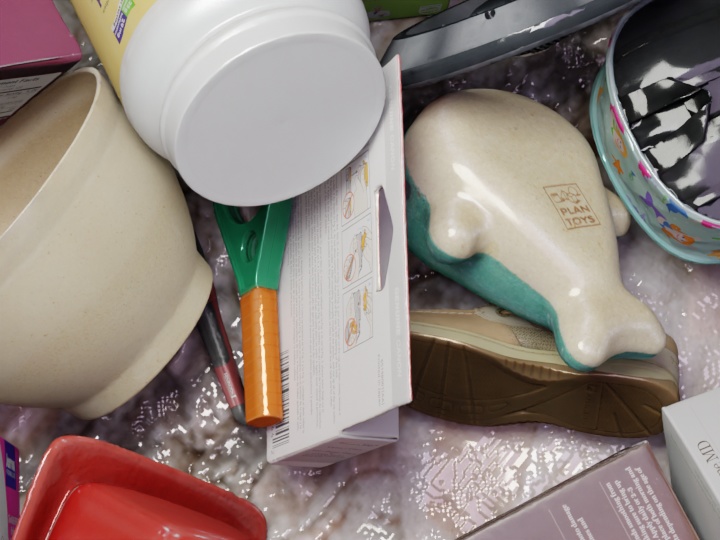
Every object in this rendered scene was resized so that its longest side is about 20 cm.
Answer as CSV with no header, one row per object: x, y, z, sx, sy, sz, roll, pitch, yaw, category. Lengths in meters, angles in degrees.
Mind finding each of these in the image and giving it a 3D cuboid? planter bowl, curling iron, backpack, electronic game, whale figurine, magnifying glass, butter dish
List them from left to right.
-0.172,0.001,1.142,0.135,0.200,0.200,42,80,-23,planter bowl
-0.098,0.213,1.078,0.148,0.199,0.200,9,76,39,butter dish
-0.092,0.008,1.214,0.050,0.026,0.200,-22,76,-27,curling iron
-0.061,-0.006,1.181,0.022,0.080,0.200,11,66,-31,magnifying glass
0.095,-0.013,1.167,0.159,0.104,0.200,-10,57,-41,whale figurine
0.102,-0.150,1.161,0.200,0.200,0.042,-24,100,-6,electronic game
0.239,-0.099,1.178,0.200,0.151,0.178,-23,77,-14,backpack

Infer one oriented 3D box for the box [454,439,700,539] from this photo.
0.102,0.191,1.165,0.200,0.075,0.100,-26,83,-8,box

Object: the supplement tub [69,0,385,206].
-0.081,-0.147,1.105,0.145,0.145,0.200,-26,53,-6,supplement tub

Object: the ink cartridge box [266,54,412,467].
0.000,0.000,1.131,0.045,0.176,0.200,8,72,-28,ink cartridge box

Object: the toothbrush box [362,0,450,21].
0.012,-0.246,1.171,0.086,0.200,0.146,-7,80,-3,toothbrush box

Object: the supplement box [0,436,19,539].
-0.251,0.198,1.136,0.103,0.101,0.200,-3,81,-3,supplement box

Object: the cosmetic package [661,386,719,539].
0.291,0.107,1.160,0.200,0.085,0.108,-20,43,-7,cosmetic package

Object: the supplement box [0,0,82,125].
-0.271,-0.117,1.142,0.200,0.086,0.110,-33,81,36,supplement box

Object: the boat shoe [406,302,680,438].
0.094,0.052,1.198,0.200,0.071,0.065,11,45,0,boat shoe
